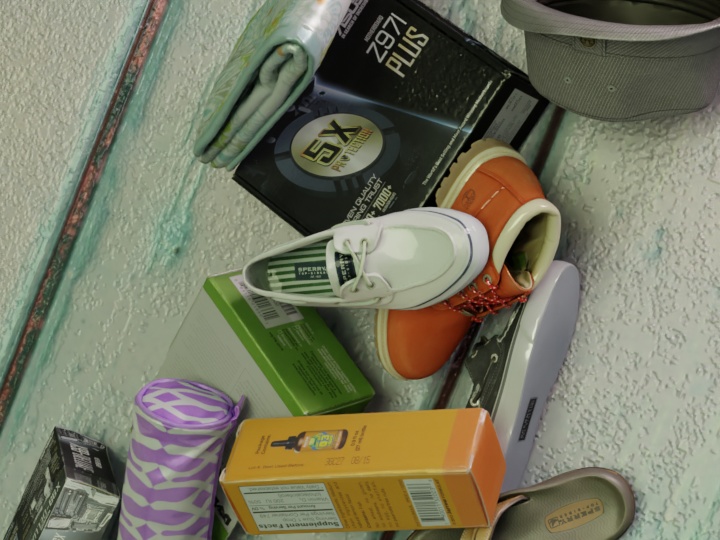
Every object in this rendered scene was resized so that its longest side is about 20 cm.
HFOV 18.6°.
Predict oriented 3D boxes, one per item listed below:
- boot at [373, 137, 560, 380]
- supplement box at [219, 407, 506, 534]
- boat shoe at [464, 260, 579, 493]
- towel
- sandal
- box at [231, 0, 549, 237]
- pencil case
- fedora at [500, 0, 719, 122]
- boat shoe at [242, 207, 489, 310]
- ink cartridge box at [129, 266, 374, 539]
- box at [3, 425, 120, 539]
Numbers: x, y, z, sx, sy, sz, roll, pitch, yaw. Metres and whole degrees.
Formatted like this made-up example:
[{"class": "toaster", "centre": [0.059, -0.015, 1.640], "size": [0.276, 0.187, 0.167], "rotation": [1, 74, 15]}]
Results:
[{"class": "boot", "centre": [0.080, 0.011, 1.642], "size": [0.107, 0.075, 0.200], "rotation": [49, 119, 49]}, {"class": "supplement box", "centre": [0.002, 0.149, 1.625], "size": [0.200, 0.069, 0.067], "rotation": [-2, 41, 21]}, {"class": "boat shoe", "centre": [0.107, 0.083, 1.665], "size": [0.066, 0.070, 0.200], "rotation": [20, 99, 28]}, {"class": "towel", "centre": [-0.059, -0.184, 1.714], "size": [0.200, 0.048, 0.171], "rotation": [-43, 21, 52]}, {"class": "sandal", "centre": [0.110, 0.206, 1.614], "size": [0.200, 0.055, 0.082], "rotation": [-21, 95, 3]}, {"class": "box", "centre": [0.024, -0.106, 1.725], "size": [0.164, 0.086, 0.200], "rotation": [39, 101, 28]}, {"class": "pencil case", "centre": [-0.146, 0.183, 1.728], "size": [0.085, 0.084, 0.200], "rotation": [13, 118, 8]}, {"class": "fedora", "centre": [0.200, -0.165, 1.618], "size": [0.200, 0.177, 0.090], "rotation": [7, 116, 15]}, {"class": "boat shoe", "centre": [0.000, 0.000, 1.628], "size": [0.200, 0.067, 0.074], "rotation": [-14, 85, 38]}, {"class": "ink cartridge box", "centre": [-0.094, 0.114, 1.766], "size": [0.148, 0.076, 0.200], "rotation": [54, 135, 24]}, {"class": "box", "centre": [-0.264, 0.241, 1.790], "size": [0.050, 0.158, 0.200], "rotation": [24, 95, -15]}]
